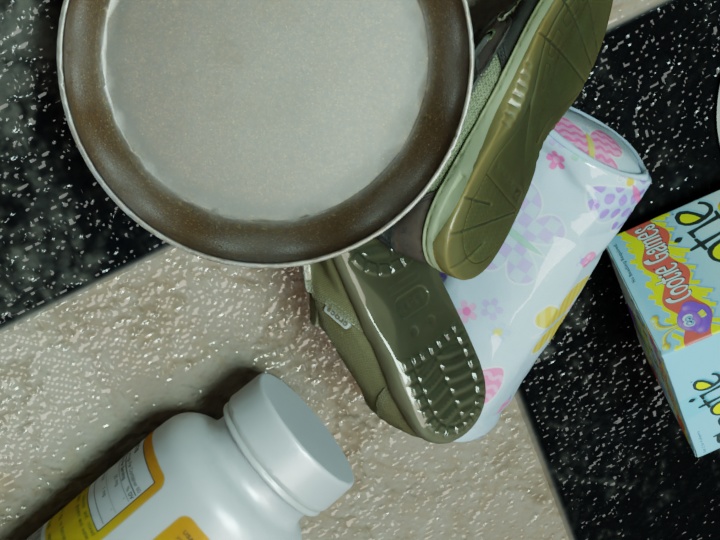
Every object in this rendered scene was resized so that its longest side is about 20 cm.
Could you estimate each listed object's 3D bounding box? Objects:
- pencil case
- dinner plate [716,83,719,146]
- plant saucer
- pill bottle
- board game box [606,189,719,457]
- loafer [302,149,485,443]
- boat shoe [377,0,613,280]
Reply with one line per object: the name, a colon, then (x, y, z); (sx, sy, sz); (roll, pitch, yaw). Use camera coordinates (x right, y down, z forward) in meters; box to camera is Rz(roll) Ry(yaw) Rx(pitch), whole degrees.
pencil case: (0.079, 0.000, 0.966); (0.083, 0.091, 0.200); (-13, 138, -59)
dinner plate: (0.304, -0.114, 1.016); (0.199, 0.024, 0.201); (-11, 127, -15)
plant saucer: (-0.046, -0.103, 0.831); (0.199, 0.032, 0.201); (-1, 100, -4)
pill bottle: (-0.104, 0.152, 0.978); (0.200, 0.111, 0.111); (-40, 128, 8)
board game box: (0.262, 0.006, 1.011); (0.199, 0.103, 0.105); (-24, 134, 4)
loafer: (0.000, 0.000, 0.910); (0.076, 0.067, 0.201); (-22, 96, -41)
boat shoe: (0.068, -0.092, 0.879); (0.201, 0.066, 0.072); (-64, 150, -15)
